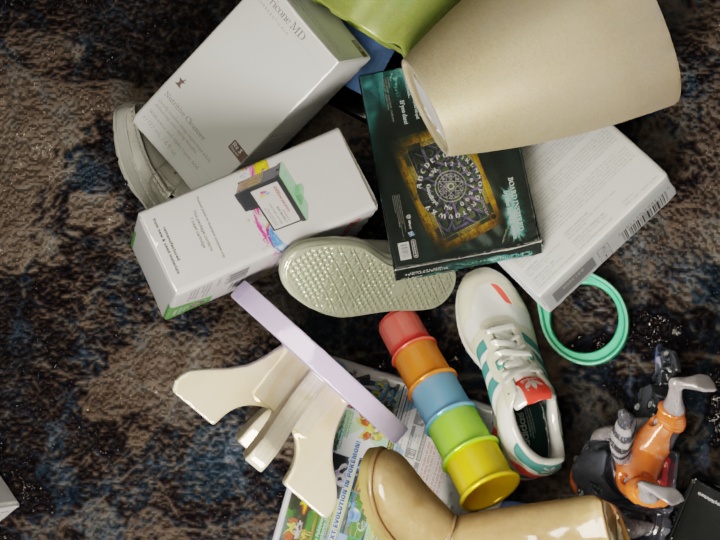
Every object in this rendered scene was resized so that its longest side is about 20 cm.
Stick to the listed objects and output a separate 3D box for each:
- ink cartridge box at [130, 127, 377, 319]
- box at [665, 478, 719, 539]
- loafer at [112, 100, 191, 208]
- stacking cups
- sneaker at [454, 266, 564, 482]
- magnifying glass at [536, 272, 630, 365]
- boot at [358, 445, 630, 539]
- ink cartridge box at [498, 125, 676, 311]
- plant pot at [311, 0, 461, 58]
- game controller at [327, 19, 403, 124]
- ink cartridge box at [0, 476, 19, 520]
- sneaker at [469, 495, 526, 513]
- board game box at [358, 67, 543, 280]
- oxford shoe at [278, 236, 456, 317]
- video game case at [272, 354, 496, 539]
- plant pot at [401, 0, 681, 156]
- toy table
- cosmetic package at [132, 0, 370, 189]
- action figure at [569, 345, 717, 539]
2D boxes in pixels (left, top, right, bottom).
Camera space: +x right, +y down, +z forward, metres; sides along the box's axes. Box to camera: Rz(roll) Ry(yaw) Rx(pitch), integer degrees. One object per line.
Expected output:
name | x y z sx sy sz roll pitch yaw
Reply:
ink cartridge box | -0.099 -0.041 1.643 0.199 0.145 0.084 -24 85 -13
box | 0.340 0.290 1.522 0.200 0.086 0.164 28 98 53
loafer | -0.175 -0.075 1.742 0.070 0.070 0.201 -25 90 28
stacking cups | 0.078 0.119 1.645 0.060 0.060 0.200 -33 57 12
sneaker | 0.143 0.090 1.623 0.070 0.093 0.201 -13 86 -16
magnifying glass | 0.173 -0.001 1.665 0.079 0.022 0.200 -37 77 12
boot | 0.116 0.210 1.539 0.199 0.066 0.176 -9 126 26
ink cartridge box | 0.162 -0.085 1.656 0.160 0.047 0.200 -43 60 0
plant pot | 0.050 -0.294 1.616 0.200 0.200 0.190 33 96 15
game controller | -0.022 -0.212 1.719 0.199 0.042 0.105 29 96 14
ink cartridge box | -0.466 0.239 1.808 0.200 0.084 0.146 -39 78 11
sneaker | 0.134 0.304 1.636 0.077 0.076 0.201 1 98 5
board game box | 0.080 -0.097 1.632 0.135 0.028 0.201 -10 66 1
oxford shoe | 0.000 0.000 1.639 0.058 0.199 0.075 42 117 41
video game case | 0.023 0.200 1.701 0.182 0.022 0.201 17 93 16
plant pot | 0.143 -0.185 1.567 0.199 0.187 0.188 -26 81 -5
toy table | -0.067 0.119 1.638 0.200 0.184 0.117 41 86 5
cosmetic package | -0.101 -0.170 1.686 0.113 0.081 0.200 48 115 8
action figure | 0.235 0.143 1.569 0.104 0.194 0.201 13 65 -12
